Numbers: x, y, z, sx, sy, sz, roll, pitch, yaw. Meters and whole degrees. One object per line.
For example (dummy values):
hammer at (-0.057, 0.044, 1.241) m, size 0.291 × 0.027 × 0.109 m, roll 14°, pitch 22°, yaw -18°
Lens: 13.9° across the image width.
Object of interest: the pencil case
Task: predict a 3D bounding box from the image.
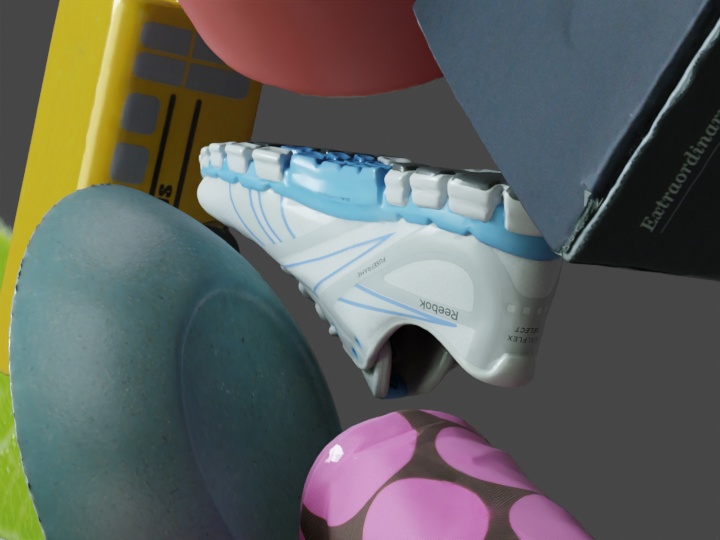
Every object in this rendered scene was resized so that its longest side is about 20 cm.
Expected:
pencil case at (0.051, 0.129, 0.947) m, size 0.200 × 0.090 × 0.094 m, roll -130°, pitch 27°, yaw -51°

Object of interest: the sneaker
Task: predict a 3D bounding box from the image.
sneaker at (0.000, 0.000, 1.061) m, size 0.200 × 0.075 × 0.087 m, roll 14°, pitch 100°, yaw 57°

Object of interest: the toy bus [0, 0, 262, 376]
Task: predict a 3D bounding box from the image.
toy bus at (-0.088, -0.050, 1.193) m, size 0.065 × 0.078 × 0.201 m, roll 20°, pitch 99°, yaw 56°

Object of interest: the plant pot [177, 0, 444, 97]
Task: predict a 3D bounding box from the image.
plant pot at (-0.010, -0.168, 0.979) m, size 0.201 × 0.200 × 0.178 m, roll 56°, pitch 170°, yaw 45°

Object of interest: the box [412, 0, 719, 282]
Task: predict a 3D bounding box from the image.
box at (0.139, -0.078, 0.752) m, size 0.148 × 0.199 × 0.104 m, roll -58°, pitch 40°, yaw 30°

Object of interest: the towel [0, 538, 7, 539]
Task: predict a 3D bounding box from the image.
towel at (-0.044, 0.160, 0.959) m, size 0.200 × 0.143 × 0.023 m, roll 80°, pitch -151°, yaw -55°

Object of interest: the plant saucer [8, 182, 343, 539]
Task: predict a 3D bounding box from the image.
plant saucer at (-0.048, 0.060, 1.028) m, size 0.039 × 0.201 × 0.202 m, roll -19°, pitch 65°, yaw 26°
